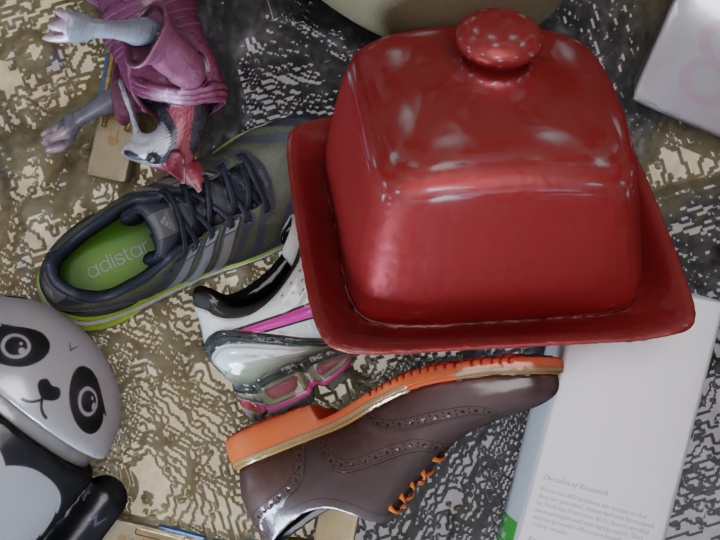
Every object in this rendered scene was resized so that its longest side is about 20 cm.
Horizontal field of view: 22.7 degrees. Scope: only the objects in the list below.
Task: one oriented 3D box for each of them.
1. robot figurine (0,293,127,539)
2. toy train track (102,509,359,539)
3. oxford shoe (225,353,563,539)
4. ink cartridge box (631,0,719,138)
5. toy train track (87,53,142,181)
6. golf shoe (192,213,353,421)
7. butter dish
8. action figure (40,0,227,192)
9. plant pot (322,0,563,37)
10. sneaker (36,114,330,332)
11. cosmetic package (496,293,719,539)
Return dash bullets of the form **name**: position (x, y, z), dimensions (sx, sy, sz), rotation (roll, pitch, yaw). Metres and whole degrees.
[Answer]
- **robot figurine**: position (-0.220, 0.109, 0.990), dimensions (0.125, 0.150, 0.200), rotation (37, 87, 29)
- **toy train track**: position (-0.061, 0.173, 1.043), dimensions (0.199, 0.033, 0.115), rotation (13, 94, 5)
- **oxford shoe**: position (0.024, 0.096, 0.980), dimensions (0.199, 0.071, 0.073), rotation (-21, 77, 22)
- **ink cartridge box**: position (0.268, -0.160, 1.026), dimensions (0.162, 0.057, 0.201), rotation (23, 112, 0)
- **toy train track**: position (-0.126, -0.153, 1.048), dimensions (0.114, 0.033, 0.201), rotation (12, 93, 7)
- **golf shoe**: position (0.000, 0.000, 1.020), dimensions (0.199, 0.073, 0.092), rotation (-32, 105, -3)
- **butter dish**: position (0.065, -0.066, 0.924), dimensions (0.198, 0.201, 0.148), rotation (-3, 131, -6)
- **action figure**: position (-0.114, -0.140, 0.987), dimensions (0.148, 0.134, 0.201), rotation (-20, 89, -20)
- **plant pot**: position (0.050, -0.199, 0.996), dimensions (0.200, 0.200, 0.135), rotation (-35, 118, -3)
- **sneaker**: position (-0.096, -0.026, 1.022), dimensions (0.199, 0.081, 0.074), rotation (-32, 89, -3)
- **cosmetic package**: position (0.135, 0.105, 1.012), dimensions (0.084, 0.108, 0.201), rotation (14, 85, 1)
